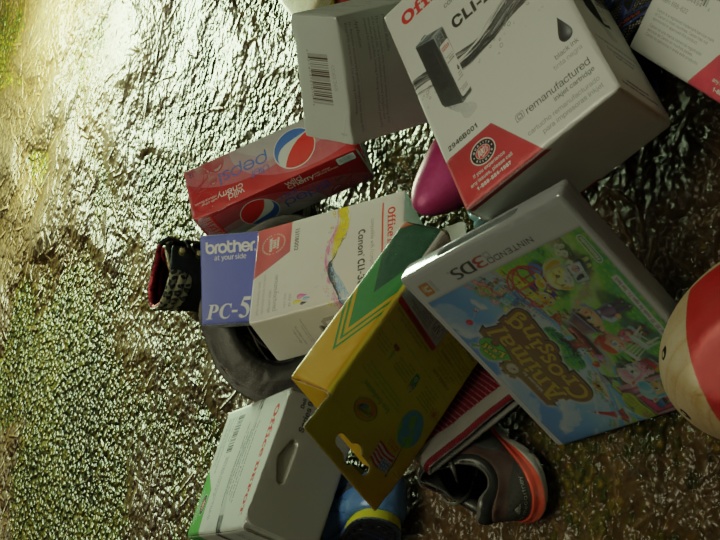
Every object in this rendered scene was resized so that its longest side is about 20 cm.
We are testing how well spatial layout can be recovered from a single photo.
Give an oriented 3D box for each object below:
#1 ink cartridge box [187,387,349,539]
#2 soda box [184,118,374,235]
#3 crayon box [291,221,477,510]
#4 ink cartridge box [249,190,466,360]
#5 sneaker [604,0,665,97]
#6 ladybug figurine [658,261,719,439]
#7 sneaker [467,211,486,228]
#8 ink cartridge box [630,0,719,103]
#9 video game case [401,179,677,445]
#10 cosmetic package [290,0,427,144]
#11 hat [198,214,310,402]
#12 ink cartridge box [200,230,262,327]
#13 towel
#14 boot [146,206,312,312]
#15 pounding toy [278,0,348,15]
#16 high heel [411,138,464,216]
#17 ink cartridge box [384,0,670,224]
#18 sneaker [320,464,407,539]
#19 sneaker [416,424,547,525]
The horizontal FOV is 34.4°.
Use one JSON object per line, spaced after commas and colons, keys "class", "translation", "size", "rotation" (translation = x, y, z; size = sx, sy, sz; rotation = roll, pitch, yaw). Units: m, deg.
{"class": "ink cartridge box", "translation": [-0.093, 0.214, 1.193], "size": [0.200, 0.083, 0.148], "rotation": [-29, 39, 63]}
{"class": "soda box", "translation": [-0.089, -0.104, 1.265], "size": [0.197, 0.063, 0.071], "rotation": [-23, 59, 11]}
{"class": "crayon box", "translation": [0.026, 0.078, 0.960], "size": [0.050, 0.128, 0.201], "rotation": [15, 59, 45]}
{"class": "ink cartridge box", "translation": [0.000, 0.000, 1.092], "size": [0.197, 0.068, 0.118], "rotation": [-15, 47, 17]}
{"class": "sneaker", "translation": [0.198, -0.145, 0.936], "size": [0.078, 0.074, 0.203], "rotation": [42, 118, 47]}
{"class": "ladybug figurine", "translation": [0.277, 0.045, 0.737], "size": [0.198, 0.071, 0.138], "rotation": [-28, 79, 33]}
{"class": "sneaker", "translation": [0.117, -0.052, 1.022], "size": [0.074, 0.081, 0.204], "rotation": [-26, 61, 51]}
{"class": "ink cartridge box", "translation": [0.297, -0.210, 0.795], "size": [0.145, 0.082, 0.203], "rotation": [50, 124, 49]}
{"class": "video game case", "translation": [0.151, 0.042, 0.874], "size": [0.181, 0.200, 0.022], "rotation": [-29, 21, 49]}
{"class": "cosmetic package", "translation": [0.045, -0.192, 1.038], "size": [0.081, 0.198, 0.115], "rotation": [19, 121, 53]}
{"class": "hat", "translation": [-0.072, 0.044, 1.264], "size": [0.197, 0.081, 0.205], "rotation": [-1, 85, 16]}
{"class": "ink cartridge box", "translation": [-0.067, 0.006, 1.200], "size": [0.196, 0.044, 0.096], "rotation": [-5, 83, 14]}
{"class": "towel", "translation": [0.063, 0.079, 1.048], "size": [0.143, 0.023, 0.200], "rotation": [-38, 40, -7]}
{"class": "boot", "translation": [-0.150, -0.028, 1.341], "size": [0.074, 0.152, 0.206], "rotation": [47, 120, 49]}
{"class": "pounding toy", "translation": [0.026, -0.317, 1.129], "size": [0.202, 0.182, 0.143], "rotation": [-62, 39, 24]}
{"class": "high heel", "translation": [0.108, -0.134, 0.958], "size": [0.200, 0.096, 0.067], "rotation": [-43, 67, -10]}
{"class": "ink cartridge box", "translation": [0.119, -0.154, 0.878], "size": [0.144, 0.083, 0.202], "rotation": [-38, 54, 27]}
{"class": "sneaker", "translation": [-0.015, 0.249, 1.169], "size": [0.200, 0.065, 0.079], "rotation": [-41, 31, 46]}
{"class": "sneaker", "translation": [0.078, 0.155, 1.017], "size": [0.199, 0.081, 0.079], "rotation": [33, 126, 54]}
